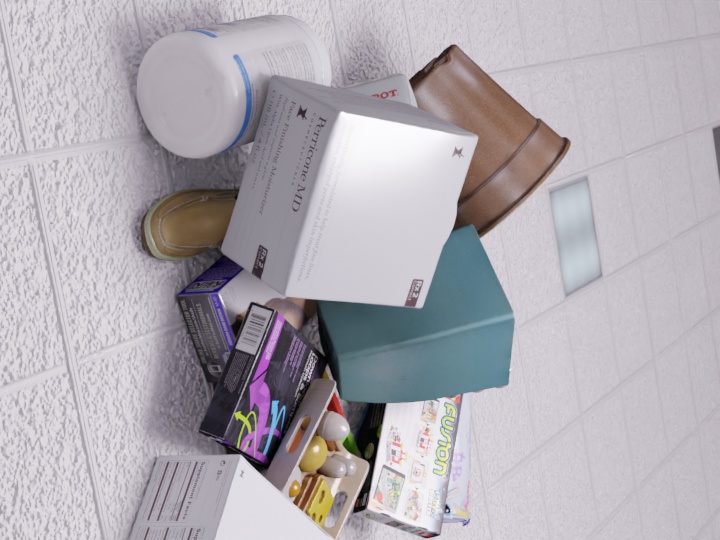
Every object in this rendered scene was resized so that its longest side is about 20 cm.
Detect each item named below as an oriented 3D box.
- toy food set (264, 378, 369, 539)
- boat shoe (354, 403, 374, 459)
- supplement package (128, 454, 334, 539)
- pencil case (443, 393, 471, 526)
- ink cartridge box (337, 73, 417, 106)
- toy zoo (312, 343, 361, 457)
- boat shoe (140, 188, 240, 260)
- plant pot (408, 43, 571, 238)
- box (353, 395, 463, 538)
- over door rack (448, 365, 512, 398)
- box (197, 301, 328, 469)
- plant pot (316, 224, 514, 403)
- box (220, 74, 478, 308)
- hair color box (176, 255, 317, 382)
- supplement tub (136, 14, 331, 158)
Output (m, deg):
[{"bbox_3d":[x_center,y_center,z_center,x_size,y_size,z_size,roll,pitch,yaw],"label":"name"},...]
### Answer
[{"bbox_3d":[-0.042,0.230,1.550,0.144,0.060,0.200,-64,153,-28],"label":"toy food set"},{"bbox_3d":[0.054,0.171,1.787,0.084,0.068,0.201,49,46,-44],"label":"boat shoe"},{"bbox_3d":[-0.134,0.304,1.415,0.200,0.110,0.156,50,45,-42],"label":"supplement package"},{"bbox_3d":[0.109,0.240,1.853,0.091,0.083,0.201,60,32,-71],"label":"pencil case"},{"bbox_3d":[0.009,-0.116,1.637,0.083,0.146,0.201,59,21,-67],"label":"ink cartridge box"},{"bbox_3d":[-0.066,0.180,1.634,0.131,0.020,0.201,-51,128,-49],"label":"toy zoo"},{"bbox_3d":[-0.151,-0.058,1.479,0.200,0.076,0.072,-26,109,-56],"label":"boat shoe"},{"bbox_3d":[0.133,-0.171,1.784,0.198,0.200,0.200,46,41,-8],"label":"plant pot"},{"bbox_3d":[0.062,0.217,1.704,0.110,0.035,0.201,23,63,-23],"label":"box"},{"bbox_3d":[0.091,0.077,1.751,0.147,0.200,0.067,0,126,-58],"label":"over door rack"},{"bbox_3d":[-0.098,0.131,1.477,0.200,0.036,0.144,51,58,-67],"label":"box"},{"bbox_3d":[0.056,0.064,1.586,0.142,0.199,0.142,88,-15,-52],"label":"plant pot"},{"bbox_3d":[-0.011,-0.079,1.444,0.199,0.131,0.200,6,107,-41],"label":"box"},{"bbox_3d":[-0.114,0.029,1.539,0.200,0.064,0.110,-45,124,-50],"label":"hair color box"},{"bbox_3d":[-0.133,-0.201,1.480,0.200,0.131,0.133,-26,107,-57],"label":"supplement tub"}]
